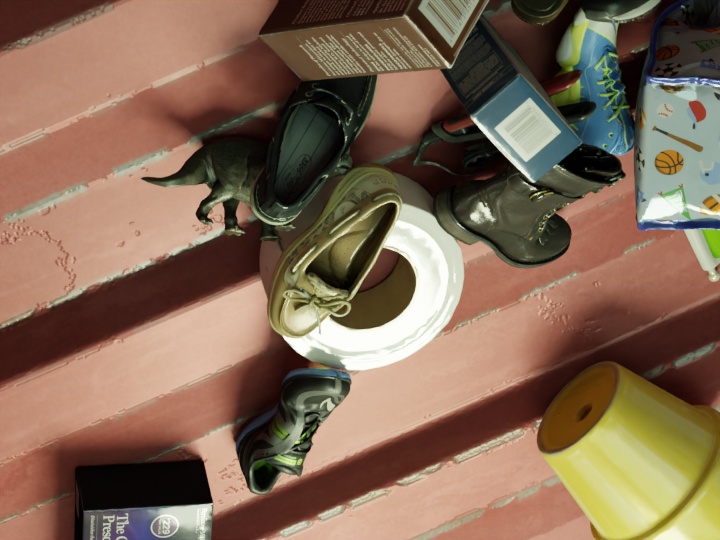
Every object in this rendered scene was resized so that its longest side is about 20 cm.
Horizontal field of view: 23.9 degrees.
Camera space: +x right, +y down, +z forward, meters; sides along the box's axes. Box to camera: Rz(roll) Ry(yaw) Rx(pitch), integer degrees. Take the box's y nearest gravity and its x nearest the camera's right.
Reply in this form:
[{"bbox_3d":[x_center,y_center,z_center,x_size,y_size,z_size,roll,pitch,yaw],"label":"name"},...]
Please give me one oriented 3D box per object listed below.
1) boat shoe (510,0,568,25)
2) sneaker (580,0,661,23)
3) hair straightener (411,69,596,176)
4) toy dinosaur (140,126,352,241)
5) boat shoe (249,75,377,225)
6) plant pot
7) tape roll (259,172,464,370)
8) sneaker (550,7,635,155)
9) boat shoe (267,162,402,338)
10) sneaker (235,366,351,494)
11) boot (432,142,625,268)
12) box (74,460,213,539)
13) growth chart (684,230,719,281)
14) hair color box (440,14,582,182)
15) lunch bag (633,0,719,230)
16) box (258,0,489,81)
[{"bbox_3d":[0.196,-0.319,1.562,0.072,0.068,0.200,33,92,5],"label":"boat shoe"},{"bbox_3d":[0.257,-0.304,1.544,0.200,0.070,0.090,-43,131,-31],"label":"sneaker"},{"bbox_3d":[0.139,-0.126,1.640,0.199,0.041,0.077,-20,110,29],"label":"hair straightener"},{"bbox_3d":[-0.108,-0.087,1.627,0.199,0.103,0.077,5,166,-5],"label":"toy dinosaur"},{"bbox_3d":[-0.038,-0.135,1.570,0.074,0.066,0.200,35,81,-6],"label":"boat shoe"},{"bbox_3d":[0.302,0.207,1.862,0.189,0.201,0.201,40,106,-17],"label":"plant pot"},{"bbox_3d":[0.000,0.000,1.711,0.202,0.071,0.203,-7,124,-10],"label":"tape roll"},{"bbox_3d":[0.234,-0.175,1.638,0.105,0.076,0.200,31,128,13],"label":"sneaker"},{"bbox_3d":[-0.027,-0.009,1.615,0.073,0.063,0.200,18,116,-26],"label":"boat shoe"},{"bbox_3d":[-0.065,0.167,1.767,0.071,0.083,0.200,13,136,-29],"label":"sneaker"},{"bbox_3d":[0.187,-0.068,1.651,0.200,0.069,0.174,12,154,-42],"label":"boot"},{"bbox_3d":[-0.238,0.310,1.843,0.141,0.079,0.201,-4,123,-16],"label":"box"},{"bbox_3d":[0.429,-0.082,1.807,0.200,0.018,0.145,-36,125,10],"label":"growth chart"},{"bbox_3d":[0.121,-0.173,1.552,0.060,0.200,0.100,-40,123,11],"label":"hair color box"},{"bbox_3d":[0.325,-0.155,1.622,0.123,0.200,0.171,5,122,7],"label":"lunch bag"},{"bbox_3d":[0.013,-0.227,1.479,0.075,0.200,0.100,45,65,-34],"label":"box"}]
